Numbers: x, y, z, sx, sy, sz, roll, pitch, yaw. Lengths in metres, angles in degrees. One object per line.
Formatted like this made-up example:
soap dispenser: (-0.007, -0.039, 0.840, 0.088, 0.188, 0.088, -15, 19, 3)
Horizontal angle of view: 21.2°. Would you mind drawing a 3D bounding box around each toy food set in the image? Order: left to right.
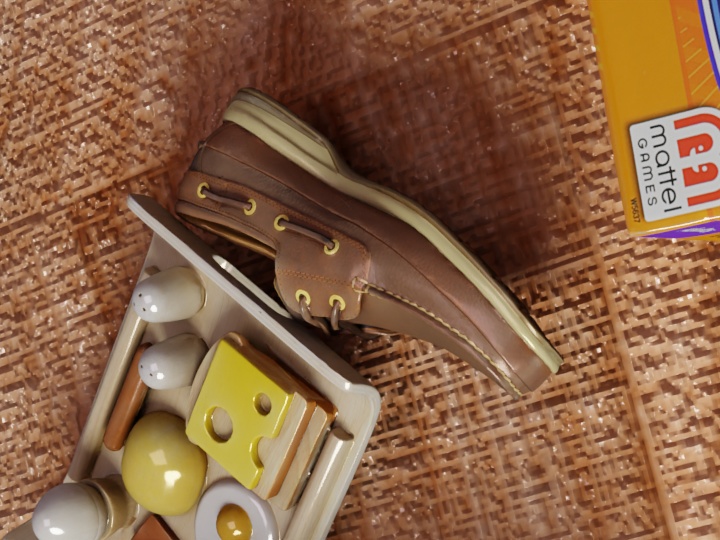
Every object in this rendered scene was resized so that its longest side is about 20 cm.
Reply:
toy food set: (-0.084, 0.087, 0.857, 0.143, 0.060, 0.201, 38, 120, 27)

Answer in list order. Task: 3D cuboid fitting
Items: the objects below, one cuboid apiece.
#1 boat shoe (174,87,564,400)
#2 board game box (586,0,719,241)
boat shoe: (0.000, 0.000, 0.806, 0.200, 0.072, 0.068, 37, 84, 32)
board game box: (0.196, -0.125, 0.620, 0.199, 0.199, 0.202, -13, 83, 31)
